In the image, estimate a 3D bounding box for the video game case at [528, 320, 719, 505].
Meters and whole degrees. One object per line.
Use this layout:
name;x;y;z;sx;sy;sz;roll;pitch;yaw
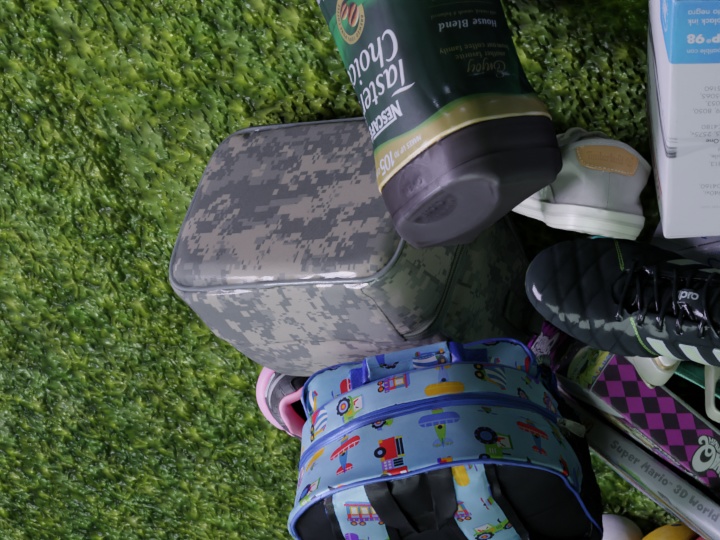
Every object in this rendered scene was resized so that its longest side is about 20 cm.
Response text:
video game case;0.203;0.111;1.317;0.200;0.036;0.181;39;178;-11

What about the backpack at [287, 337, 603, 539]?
backpack;0.042;0.112;1.219;0.181;0.136;0.200;-12;156;12

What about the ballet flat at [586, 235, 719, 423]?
ballet flat;0.202;0.047;1.199;0.199;0.071;0.068;28;141;5

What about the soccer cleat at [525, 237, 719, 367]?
soccer cleat;0.189;0.021;1.137;0.198;0.068;0.081;17;165;3

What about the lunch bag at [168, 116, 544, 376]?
lunch bag;0.000;0.000;1.323;0.199;0.140;0.168;-4;143;36

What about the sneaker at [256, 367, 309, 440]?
sneaker;0.024;0.112;1.425;0.198;0.080;0.095;15;-177;-6

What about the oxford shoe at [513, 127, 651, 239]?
oxford shoe;0.125;-0.054;1.204;0.074;0.058;0.200;7;-176;-7

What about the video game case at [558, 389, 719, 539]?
video game case;0.208;0.150;1.309;0.200;0.018;0.143;36;177;46

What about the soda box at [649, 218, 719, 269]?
soda box;0.252;0.041;1.271;0.063;0.068;0.201;-13;124;38

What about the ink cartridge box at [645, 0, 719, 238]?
ink cartridge box;0.192;-0.099;1.118;0.066;0.116;0.201;-3;133;3

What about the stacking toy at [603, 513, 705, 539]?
stacking toy;0.232;0.223;1.441;0.199;0.146;0.147;23;142;32

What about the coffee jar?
coffee jar;0.038;-0.118;1.143;0.104;0.085;0.202;-38;66;50
